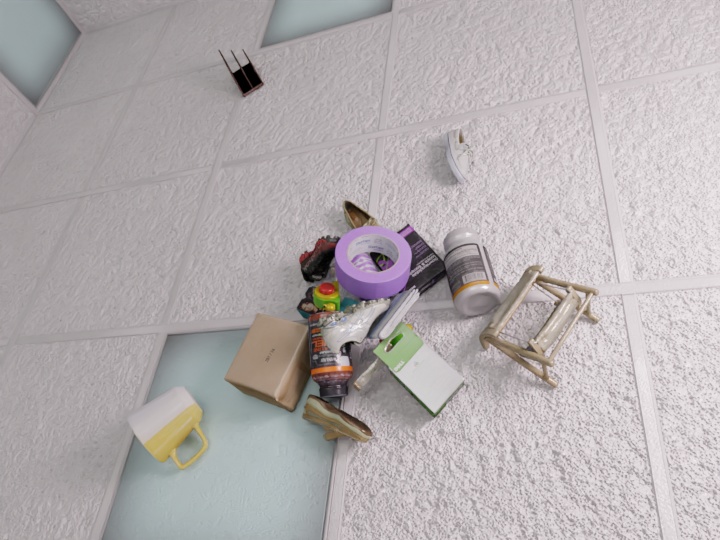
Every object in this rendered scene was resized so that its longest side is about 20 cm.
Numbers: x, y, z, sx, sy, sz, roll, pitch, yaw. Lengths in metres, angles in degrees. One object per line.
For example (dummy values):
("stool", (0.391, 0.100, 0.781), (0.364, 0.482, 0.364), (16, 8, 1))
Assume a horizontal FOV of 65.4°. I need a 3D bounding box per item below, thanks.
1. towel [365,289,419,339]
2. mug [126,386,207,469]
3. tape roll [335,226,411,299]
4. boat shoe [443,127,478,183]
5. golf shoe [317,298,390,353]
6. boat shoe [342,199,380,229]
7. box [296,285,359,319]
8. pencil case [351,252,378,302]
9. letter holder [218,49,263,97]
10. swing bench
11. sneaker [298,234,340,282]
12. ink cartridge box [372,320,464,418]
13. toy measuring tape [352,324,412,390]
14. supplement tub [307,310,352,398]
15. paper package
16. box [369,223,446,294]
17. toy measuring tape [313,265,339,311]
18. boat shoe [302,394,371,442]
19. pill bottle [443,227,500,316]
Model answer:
("towel", (0.067, 0.113, 1.375), (0.024, 0.200, 0.147), (41, 75, -6))
("mug", (-0.484, 0.399, 1.455), (0.153, 0.188, 0.149), (-39, 17, -18))
("tape roll", (0.032, -0.023, 1.448), (0.195, 0.066, 0.203), (1, 46, -1))
("boat shoe", (0.300, -0.345, 1.634), (0.085, 0.074, 0.205), (-27, 42, 26))
("golf shoe", (-0.006, 0.131, 1.343), (0.197, 0.099, 0.078), (-21, 3, -26))
("boat shoe", (0.007, -0.133, 1.628), (0.073, 0.063, 0.200), (-41, 51, -8))
("box", (-0.072, 0.109, 1.504), (0.197, 0.049, 0.083), (17, 65, 32))
("pencil case", (0.000, 0.000, 1.531), (0.085, 0.083, 0.202), (-43, 46, 18))
("letter holder", (-0.494, -0.837, 2.297), (0.099, 0.143, 0.201), (-31, 50, 1))
("swing bench", (0.390, 0.110, 1.242), (0.198, 0.130, 0.200), (28, 72, 36))
("sneaker", (-0.109, -0.027, 1.563), (0.200, 0.070, 0.100), (-35, 51, 50))
("ink cartridge box", (0.132, 0.225, 1.288), (0.104, 0.060, 0.200), (-44, 69, -11))
("toy measuring tape", (0.054, 0.208, 1.361), (0.200, 0.074, 0.073), (-47, 51, -6))
("supplement tub", (-0.073, 0.207, 1.378), (0.105, 0.107, 0.204), (-11, 75, 17))
("paper package", (-0.222, 0.234, 1.450), (0.187, 0.104, 0.203), (11, 63, 30))
("box", (0.130, -0.021, 1.513), (0.142, 0.036, 0.201), (-36, 51, -3))
("toy measuring tape", (-0.091, 0.048, 1.476), (0.072, 0.074, 0.201), (-22, 31, 8))
("boat shoe", (-0.059, 0.366, 1.316), (0.198, 0.071, 0.077), (19, 80, 41))
("pill bottle", (0.268, 0.000, 1.384), (0.114, 0.117, 0.203), (-17, 51, 12))
